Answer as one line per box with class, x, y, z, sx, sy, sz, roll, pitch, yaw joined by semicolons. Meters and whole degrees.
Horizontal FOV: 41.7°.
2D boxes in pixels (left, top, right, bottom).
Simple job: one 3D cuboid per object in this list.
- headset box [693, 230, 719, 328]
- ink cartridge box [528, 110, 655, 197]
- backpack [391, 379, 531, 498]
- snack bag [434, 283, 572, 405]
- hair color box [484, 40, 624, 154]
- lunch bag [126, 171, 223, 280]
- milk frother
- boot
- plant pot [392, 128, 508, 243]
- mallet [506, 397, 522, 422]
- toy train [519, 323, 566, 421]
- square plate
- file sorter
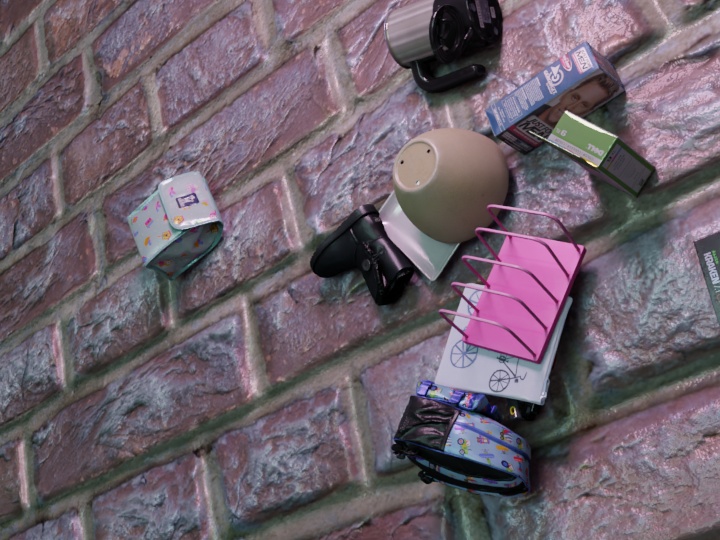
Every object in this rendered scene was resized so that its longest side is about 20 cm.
headset box;0.571;0.011;1.244;0.200;0.093;0.174;-24;63;33
ink cartridge box;0.350;-0.182;1.418;0.104;0.200;0.059;39;103;40
backpack;0.173;0.268;1.457;0.200;0.183;0.135;11;67;28
snack bag;0.227;0.110;1.490;0.200;0.021;0.189;5;66;37
hair color box;0.316;-0.277;1.544;0.200;0.100;0.061;-33;59;29
lunch bag;-0.402;-0.107;2.095;0.200;0.122;0.170;-39;52;15
milk frother;0.124;-0.425;1.687;0.188;0.200;0.181;-10;74;39
boot;0.000;0.000;1.744;0.200;0.076;0.168;-46;59;35
plant pot;0.131;-0.158;1.606;0.200;0.134;0.200;-13;70;38
mallet;0.224;0.154;1.502;0.066;0.041;0.200;-23;47;32
toy train;0.285;0.141;1.489;0.046;0.034;0.200;13;85;40
square plate;0.135;-0.111;1.697;0.198;0.028;0.200;-54;50;14
file sorter;0.229;0.014;1.448;0.139;0.125;0.200;13;71;39
